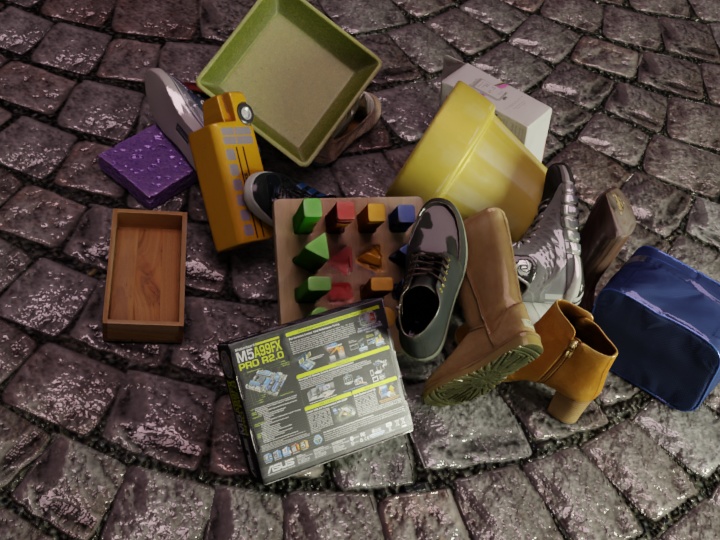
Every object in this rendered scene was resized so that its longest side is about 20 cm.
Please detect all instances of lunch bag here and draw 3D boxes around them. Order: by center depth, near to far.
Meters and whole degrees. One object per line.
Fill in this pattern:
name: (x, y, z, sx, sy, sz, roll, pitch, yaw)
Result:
lunch bag: (0.401, 0.070, 1.439, 0.199, 0.137, 0.132, 32, 49, 18)

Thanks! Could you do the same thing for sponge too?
sponge: (-0.265, -0.168, 1.610, 0.111, 0.030, 0.199, 36, 50, 21)

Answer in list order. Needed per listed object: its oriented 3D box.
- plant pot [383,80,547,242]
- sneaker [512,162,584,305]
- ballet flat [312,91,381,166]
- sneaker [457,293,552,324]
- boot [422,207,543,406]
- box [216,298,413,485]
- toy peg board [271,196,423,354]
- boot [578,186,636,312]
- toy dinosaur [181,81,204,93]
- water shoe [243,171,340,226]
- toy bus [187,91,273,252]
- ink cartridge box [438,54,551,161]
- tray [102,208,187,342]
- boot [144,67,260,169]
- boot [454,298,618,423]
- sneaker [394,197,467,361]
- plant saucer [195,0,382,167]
plant pot: (0.158, -0.127, 1.556, 0.188, 0.201, 0.201, 32, 46, -1)
sneaker: (0.221, -0.049, 1.443, 0.114, 0.075, 0.202, -2, 63, 3)
ballet flat: (-0.017, -0.232, 1.698, 0.067, 0.068, 0.201, 23, 46, 10)
sneaker: (0.183, 0.048, 1.476, 0.199, 0.075, 0.087, 34, 66, 25)
boot: (0.133, 0.047, 1.389, 0.066, 0.174, 0.202, 34, 33, -47)
box: (-0.049, 0.134, 1.281, 0.198, 0.044, 0.162, -16, 93, -26)
toy peg board: (0.000, 0.000, 1.388, 0.196, 0.098, 0.203, -2, 79, -13)
boot: (0.306, -0.051, 1.493, 0.063, 0.201, 0.188, 5, 45, -7)
toy dinosaur: (-0.156, -0.250, 1.708, 0.199, 0.105, 0.183, -30, 61, 6)
water shoe: (-0.058, -0.084, 1.479, 0.198, 0.079, 0.072, 24, 61, -31)
toy bus: (-0.172, -0.131, 1.490, 0.078, 0.065, 0.203, -12, 87, -48)
ink cartridge box: (0.181, -0.227, 1.690, 0.199, 0.117, 0.067, 34, 53, 27)
tray: (-0.272, 0.005, 1.435, 0.097, 0.037, 0.202, 3, 46, -10)
boot: (-0.227, -0.215, 1.603, 0.090, 0.073, 0.201, -17, 61, -36)
boot: (0.215, 0.084, 1.379, 0.200, 0.145, 0.071, 35, 44, 21)
sneaker: (0.086, -0.002, 1.323, 0.074, 0.106, 0.203, 5, 74, 8)
plant saucer: (-0.103, -0.277, 1.615, 0.199, 0.048, 0.201, 37, 77, -3)
